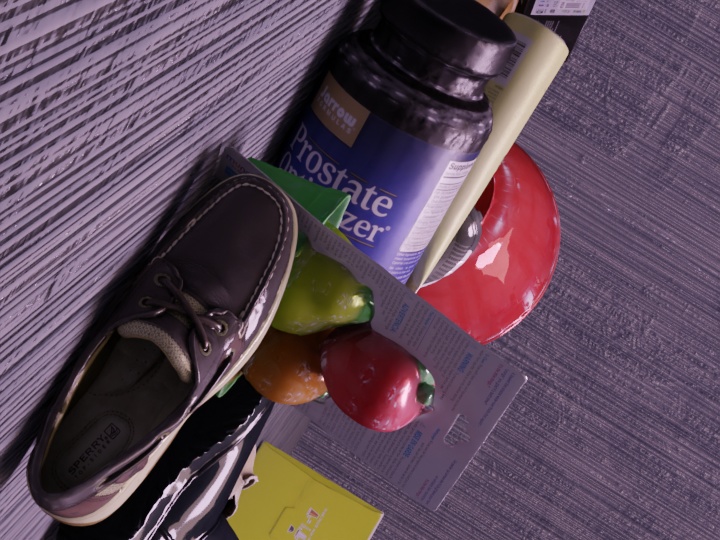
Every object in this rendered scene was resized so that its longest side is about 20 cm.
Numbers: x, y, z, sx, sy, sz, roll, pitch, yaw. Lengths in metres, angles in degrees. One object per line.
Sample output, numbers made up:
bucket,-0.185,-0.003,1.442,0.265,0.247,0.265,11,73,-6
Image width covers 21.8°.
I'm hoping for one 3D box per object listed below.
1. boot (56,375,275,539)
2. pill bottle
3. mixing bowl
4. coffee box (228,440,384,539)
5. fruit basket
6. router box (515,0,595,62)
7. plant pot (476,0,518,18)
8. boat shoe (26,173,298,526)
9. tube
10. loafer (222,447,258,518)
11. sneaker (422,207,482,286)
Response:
boot,-0.104,0.161,1.247,0.201,0.076,0.169,-52,144,-21
pill bottle,0.014,-0.077,1.163,0.201,0.111,0.112,-61,176,22
mixing bowl,0.056,-0.046,1.435,0.201,0.199,0.108,-58,168,-13
coffee box,-0.115,0.398,2.575,0.200,0.199,0.198,-57,176,-35
fruit basket,-0.011,0.034,1.038,0.094,0.199,0.186,-55,174,-32
router box,0.141,-0.255,1.388,0.200,0.052,0.159,95,-5,-81
plant pot,0.060,-0.129,1.303,0.201,0.027,0.200,-59,176,-6
boat shoe,-0.095,0.039,0.922,0.202,0.072,0.066,-54,-179,-7
tube,0.068,-0.076,1.245,0.201,0.052,0.058,-58,170,-7
loafer,-0.121,0.157,1.396,0.200,0.075,0.069,45,41,-77
sneaker,0.000,0.000,1.330,0.199,0.067,0.090,-21,-169,41
